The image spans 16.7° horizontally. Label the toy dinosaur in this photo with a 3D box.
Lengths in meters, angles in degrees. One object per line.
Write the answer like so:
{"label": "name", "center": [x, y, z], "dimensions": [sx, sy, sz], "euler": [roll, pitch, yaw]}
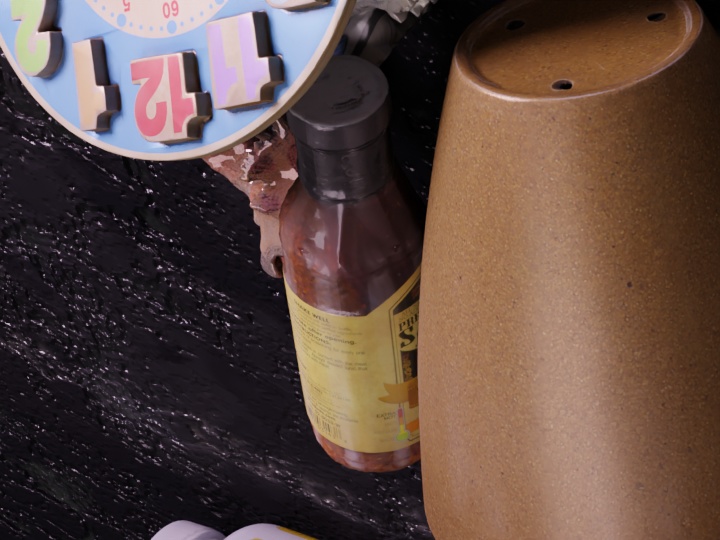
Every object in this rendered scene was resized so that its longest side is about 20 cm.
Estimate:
{"label": "toy dinosaur", "center": [-0.064, -0.098, 1.036], "dimensions": [0.135, 0.086, 0.200], "euler": [10, 139, 37]}

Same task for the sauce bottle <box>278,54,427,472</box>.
{"label": "sauce bottle", "center": [0.000, 0.000, 0.995], "dimensions": [0.066, 0.066, 0.200], "euler": [21, 145, 23]}

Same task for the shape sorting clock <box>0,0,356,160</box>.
{"label": "shape sorting clock", "center": [-0.077, -0.141, 0.918], "dimensions": [0.200, 0.039, 0.201], "euler": [7, 102, 36]}

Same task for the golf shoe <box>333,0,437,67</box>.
{"label": "golf shoe", "center": [0.001, -0.140, 0.918], "dimensions": [0.097, 0.078, 0.200], "euler": [42, 149, -2]}

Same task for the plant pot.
{"label": "plant pot", "center": [0.096, -0.002, 0.939], "dimensions": [0.186, 0.186, 0.200], "euler": [12, 131, 35]}

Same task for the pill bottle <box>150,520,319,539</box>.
{"label": "pill bottle", "center": [-0.034, 0.213, 1.432], "dimensions": [0.200, 0.112, 0.112], "euler": [16, 146, 30]}
